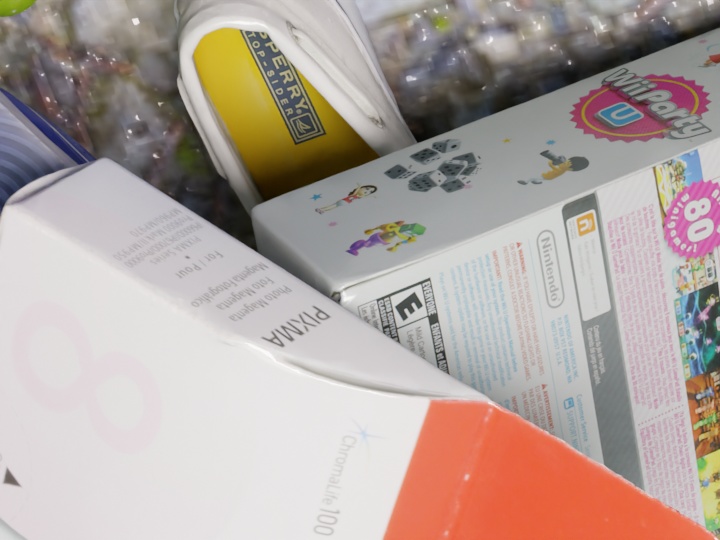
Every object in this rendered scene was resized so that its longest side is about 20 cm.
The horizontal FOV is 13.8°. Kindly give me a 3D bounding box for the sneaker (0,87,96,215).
[{"bbox_3d":[-0.148,0.034,0.862,0.199,0.115,0.081,-45,64,4],"label":"sneaker"}]

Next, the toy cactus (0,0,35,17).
[{"bbox_3d":[-0.176,-0.074,0.840,0.165,0.199,0.103,-47,68,29],"label":"toy cactus"}]

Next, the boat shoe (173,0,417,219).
[{"bbox_3d":[0.004,-0.002,0.895,0.074,0.086,0.203,-20,115,17],"label":"boat shoe"}]

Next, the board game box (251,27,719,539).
[{"bbox_3d":[0.080,0.023,0.858,0.199,0.064,0.148,-21,119,-19],"label":"board game box"}]

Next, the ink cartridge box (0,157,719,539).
[{"bbox_3d":[-0.022,0.085,0.790,0.199,0.057,0.163,34,128,23],"label":"ink cartridge box"}]
